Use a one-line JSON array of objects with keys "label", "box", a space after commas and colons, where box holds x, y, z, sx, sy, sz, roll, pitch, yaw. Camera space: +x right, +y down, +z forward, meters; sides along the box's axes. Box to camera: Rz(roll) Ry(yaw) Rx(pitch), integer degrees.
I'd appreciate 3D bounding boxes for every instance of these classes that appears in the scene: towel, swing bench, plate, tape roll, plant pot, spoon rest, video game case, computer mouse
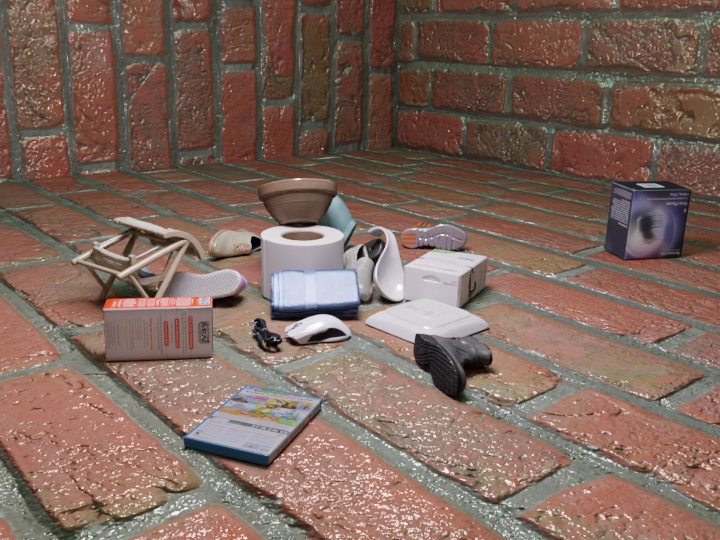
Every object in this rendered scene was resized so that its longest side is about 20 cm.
[{"label": "towel", "box": [-0.099, 0.049, 1.711, 0.194, 0.049, 0.114, -2, 55, -3]}, {"label": "swing bench", "box": [-0.482, -0.027, 1.718, 0.196, 0.131, 0.201, 12, 53, 39]}, {"label": "plate", "box": [0.141, 0.102, 1.662, 0.197, 0.033, 0.197, -14, 22, -41]}, {"label": "tape roll", "box": [-0.136, -0.016, 1.843, 0.196, 0.143, 0.203, 1, 16, 0]}, {"label": "plant pot", "box": [-0.091, -0.109, 2.121, 0.132, 0.204, 0.201, 29, 19, 2]}, {"label": "plant pot", "box": [-0.151, -0.159, 1.929, 0.195, 0.096, 0.201, -5, -5, 0]}, {"label": "spoon rest", "box": [0.062, -0.020, 1.847, 0.098, 0.204, 0.060, 16, -40, -38]}, {"label": "video game case", "box": [-0.160, 0.232, 1.211, 0.139, 0.018, 0.200, 7, 17, 19]}, {"label": "computer mouse", "box": [-0.113, 0.115, 1.571, 0.195, 0.045, 0.109, -5, 16, -21]}]

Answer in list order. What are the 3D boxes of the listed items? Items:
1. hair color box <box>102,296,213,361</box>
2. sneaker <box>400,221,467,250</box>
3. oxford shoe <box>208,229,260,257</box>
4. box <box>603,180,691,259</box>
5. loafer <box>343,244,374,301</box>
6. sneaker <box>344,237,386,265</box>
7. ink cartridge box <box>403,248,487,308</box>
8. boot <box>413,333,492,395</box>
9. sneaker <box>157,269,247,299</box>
[{"label": "hair color box", "box": [-0.373, 0.108, 1.465, 0.194, 0.105, 0.061, 0, 16, -10]}, {"label": "sneaker", "box": [0.219, -0.111, 2.314, 0.194, 0.080, 0.112, 5, 17, 10]}, {"label": "oxford shoe", "box": [-0.339, -0.075, 2.154, 0.072, 0.073, 0.199, 13, 19, 26]}, {"label": "box", "box": [0.828, -0.146, 2.273, 0.194, 0.204, 0.123, -3, 18, -15]}, {"label": "loafer", "box": [0.000, 0.000, 1.863, 0.070, 0.070, 0.201, 40, 16, -29]}, {"label": "sneaker", "box": [0.026, -0.022, 2.016, 0.113, 0.078, 0.197, 29, -28, -32]}, {"label": "ink cartridge box", "box": [0.201, 0.017, 1.861, 0.143, 0.087, 0.199, 10, 18, 26]}, {"label": "boot", "box": [0.184, 0.158, 1.417, 0.128, 0.072, 0.200, 2, 20, -17]}, {"label": "sneaker", "box": [-0.353, 0.041, 1.790, 0.194, 0.075, 0.114, -2, -4, 6]}]
